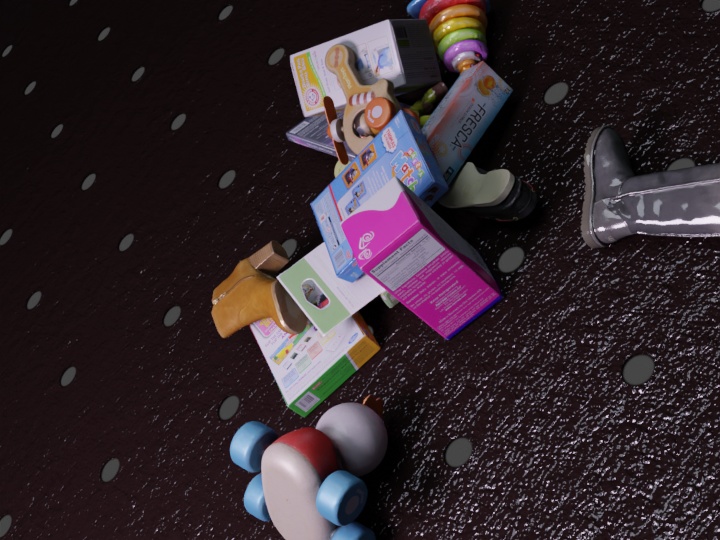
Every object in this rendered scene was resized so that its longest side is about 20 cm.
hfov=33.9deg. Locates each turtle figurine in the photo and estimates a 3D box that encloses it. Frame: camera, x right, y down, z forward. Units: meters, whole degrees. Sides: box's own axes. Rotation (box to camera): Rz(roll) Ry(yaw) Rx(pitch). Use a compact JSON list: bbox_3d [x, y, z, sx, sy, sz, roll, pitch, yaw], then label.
[{"bbox_3d":[0.066,-0.227,1.782,0.161,0.064,0.200,-28,44,-10],"label":"turtle figurine"}]

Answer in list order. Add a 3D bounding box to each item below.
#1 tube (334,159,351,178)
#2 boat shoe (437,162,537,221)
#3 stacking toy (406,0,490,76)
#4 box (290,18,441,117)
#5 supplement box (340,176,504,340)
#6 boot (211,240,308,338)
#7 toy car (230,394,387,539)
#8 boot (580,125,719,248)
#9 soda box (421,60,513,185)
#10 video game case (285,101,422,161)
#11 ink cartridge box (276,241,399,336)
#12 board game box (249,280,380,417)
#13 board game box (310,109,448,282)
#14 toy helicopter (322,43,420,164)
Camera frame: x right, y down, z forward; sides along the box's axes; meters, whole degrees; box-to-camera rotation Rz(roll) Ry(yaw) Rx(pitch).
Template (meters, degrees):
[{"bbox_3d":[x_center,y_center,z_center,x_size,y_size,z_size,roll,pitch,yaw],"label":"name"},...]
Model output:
[{"bbox_3d":[0.032,-0.127,1.791,0.052,0.058,0.200,-45,39,-10],"label":"tube"},{"bbox_3d":[0.169,-0.105,1.640,0.074,0.063,0.201,-61,26,-6],"label":"boat shoe"},{"bbox_3d":[0.156,-0.346,1.826,0.110,0.116,0.200,-29,55,28],"label":"stacking toy"},{"bbox_3d":[0.007,-0.313,1.832,0.200,0.112,0.101,-12,93,36],"label":"box"},{"bbox_3d":[0.081,-0.014,1.538,0.103,0.200,0.101,-38,40,13],"label":"supplement box"},{"bbox_3d":[-0.155,0.060,1.752,0.144,0.071,0.201,-42,38,20],"label":"boot"},{"bbox_3d":[-0.026,0.245,1.506,0.184,0.177,0.200,23,47,36],"label":"toy car"},{"bbox_3d":[0.373,-0.112,1.447,0.200,0.073,0.182,-14,65,44],"label":"boot"},{"bbox_3d":[0.137,-0.207,1.706,0.200,0.068,0.064,-55,16,-23],"label":"soda box"},{"bbox_3d":[-0.012,-0.236,1.908,0.143,0.019,0.200,-38,36,-21],"label":"video game case"},{"bbox_3d":[0.000,0.000,1.680,0.200,0.048,0.146,-39,50,-3],"label":"ink cartridge box"},{"bbox_3d":[-0.070,0.094,1.720,0.153,0.040,0.200,-42,40,9],"label":"board game box"},{"bbox_3d":[0.022,-0.102,1.637,0.200,0.037,0.151,-45,44,26],"label":"board game box"},{"bbox_3d":[-0.009,-0.247,1.741,0.132,0.079,0.200,-38,61,26],"label":"toy helicopter"}]
